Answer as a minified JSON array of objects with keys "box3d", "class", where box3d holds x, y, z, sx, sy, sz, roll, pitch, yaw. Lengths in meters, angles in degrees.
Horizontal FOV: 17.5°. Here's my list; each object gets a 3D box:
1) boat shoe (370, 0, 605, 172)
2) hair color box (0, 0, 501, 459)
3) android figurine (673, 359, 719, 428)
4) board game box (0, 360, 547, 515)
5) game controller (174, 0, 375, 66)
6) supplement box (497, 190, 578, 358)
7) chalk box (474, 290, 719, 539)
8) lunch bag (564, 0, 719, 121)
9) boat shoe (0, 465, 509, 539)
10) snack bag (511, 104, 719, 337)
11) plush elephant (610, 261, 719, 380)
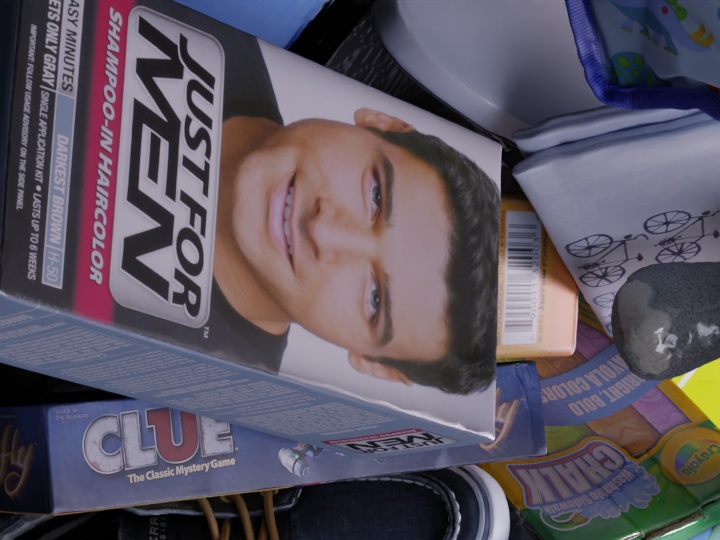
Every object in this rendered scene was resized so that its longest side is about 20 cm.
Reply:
[{"box3d":[0.072,-0.061,0.866,0.199,0.072,0.068,16,150,-38],"class":"boat shoe"},{"box3d":[-0.043,-0.013,0.679,0.060,0.100,0.200,-12,159,40],"class":"hair color box"},{"box3d":[0.175,0.036,1.162,0.182,0.041,0.200,-52,151,17],"class":"android figurine"},{"box3d":[-0.054,0.056,0.802,0.199,0.135,0.035,-3,88,-38],"class":"board game box"},{"box3d":[-0.036,-0.092,0.696,0.104,0.042,0.200,-10,152,-43],"class":"game controller"},{"box3d":[0.000,0.000,0.853,0.199,0.066,0.069,4,90,-50],"class":"supplement box"},{"box3d":[0.077,0.109,0.972,0.123,0.200,0.125,-17,142,-38],"class":"chalk box"},{"box3d":[0.141,-0.165,0.730,0.170,0.127,0.201,-31,121,-27],"class":"lunch bag"},{"box3d":[-0.048,0.110,0.889,0.199,0.071,0.091,-17,155,20],"class":"boat shoe"},{"box3d":[0.168,-0.028,0.852,0.199,0.022,0.189,-12,156,12],"class":"snack bag"},{"box3d":[0.215,0.065,0.831,0.199,0.155,0.165,-24,130,13],"class":"plush elephant"}]
